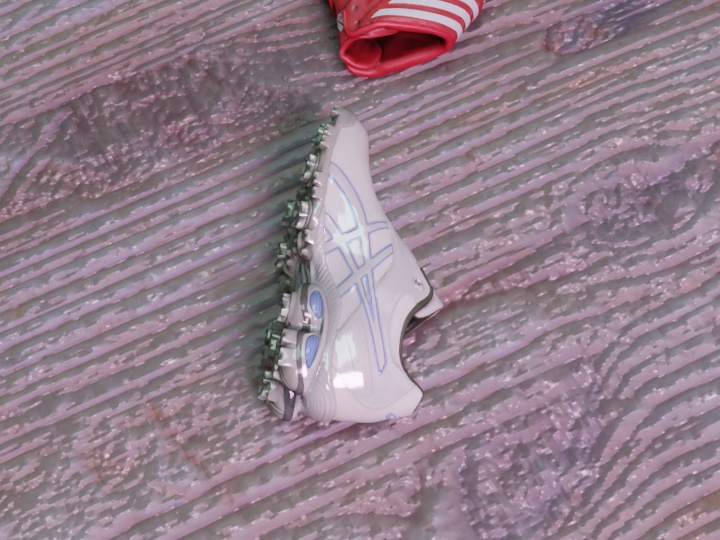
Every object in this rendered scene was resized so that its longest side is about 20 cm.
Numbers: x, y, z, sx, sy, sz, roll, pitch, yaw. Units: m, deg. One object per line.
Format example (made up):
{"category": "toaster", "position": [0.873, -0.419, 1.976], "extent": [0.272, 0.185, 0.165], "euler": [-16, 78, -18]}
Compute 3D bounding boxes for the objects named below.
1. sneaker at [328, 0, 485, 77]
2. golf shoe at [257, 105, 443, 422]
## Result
{"category": "sneaker", "position": [-0.016, -0.198, 1.102], "extent": [0.199, 0.079, 0.116], "euler": [19, 57, 17]}
{"category": "golf shoe", "position": [0.000, 0.000, 0.979], "extent": [0.097, 0.078, 0.201], "euler": [11, 61, -9]}
